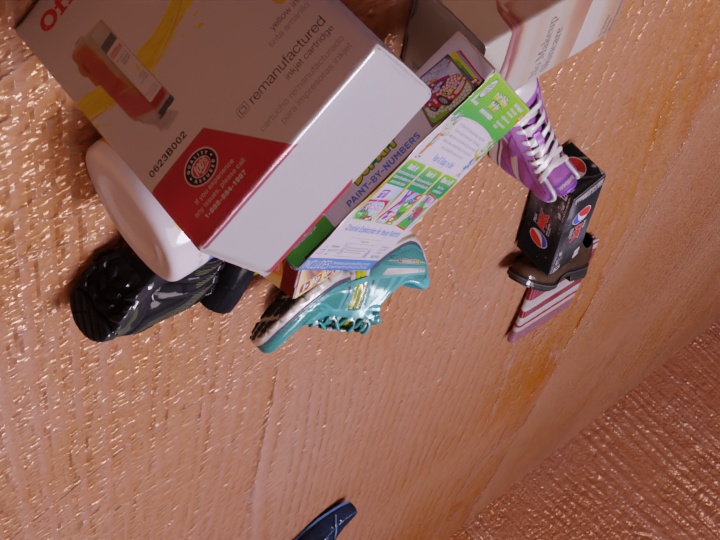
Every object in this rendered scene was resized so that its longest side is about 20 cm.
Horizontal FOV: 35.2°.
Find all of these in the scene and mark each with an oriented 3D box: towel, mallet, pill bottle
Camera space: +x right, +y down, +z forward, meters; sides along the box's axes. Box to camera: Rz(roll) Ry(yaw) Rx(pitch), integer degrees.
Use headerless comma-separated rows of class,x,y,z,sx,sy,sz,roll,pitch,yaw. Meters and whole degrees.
towel,0.318,0.031,1.891,0.144,0.023,0.200,-30,153,-27
mallet,-0.076,-0.015,1.088,0.200,0.041,0.066,-24,149,-52
pill bottle,-0.085,-0.090,0.817,0.200,0.112,0.112,-35,157,-20

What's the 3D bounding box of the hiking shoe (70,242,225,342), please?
hiking shoe,-0.143,-0.019,0.922,0.200,0.076,0.101,-38,168,10

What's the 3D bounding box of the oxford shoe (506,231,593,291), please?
oxford shoe,0.281,-0.024,1.677,0.200,0.072,0.085,-20,134,-51

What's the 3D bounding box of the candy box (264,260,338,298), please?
candy box,-0.005,-0.068,1.033,0.200,0.055,0.116,-31,148,-44

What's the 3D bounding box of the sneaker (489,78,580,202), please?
sneaker,0.194,-0.141,1.224,0.073,0.114,0.201,-41,157,-3

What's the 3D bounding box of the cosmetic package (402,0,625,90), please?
cosmetic package,0.142,-0.230,1.001,0.200,0.087,0.104,-33,158,-24

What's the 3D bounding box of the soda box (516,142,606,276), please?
soda box,0.267,-0.079,1.524,0.063,0.071,0.200,-34,157,-20

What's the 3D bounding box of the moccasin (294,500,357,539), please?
moccasin,-0.077,0.482,1.950,0.200,0.068,0.081,-42,159,-7

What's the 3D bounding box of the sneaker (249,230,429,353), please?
sneaker,-0.015,0.029,1.104,0.199,0.080,0.077,-30,-171,-20

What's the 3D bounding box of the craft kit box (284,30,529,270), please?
craft kit box,0.036,-0.081,0.872,0.197,0.049,0.200,-42,170,11

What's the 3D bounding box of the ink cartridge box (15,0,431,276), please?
ink cartridge box,-0.083,-0.120,0.648,0.145,0.200,0.083,-48,155,10
